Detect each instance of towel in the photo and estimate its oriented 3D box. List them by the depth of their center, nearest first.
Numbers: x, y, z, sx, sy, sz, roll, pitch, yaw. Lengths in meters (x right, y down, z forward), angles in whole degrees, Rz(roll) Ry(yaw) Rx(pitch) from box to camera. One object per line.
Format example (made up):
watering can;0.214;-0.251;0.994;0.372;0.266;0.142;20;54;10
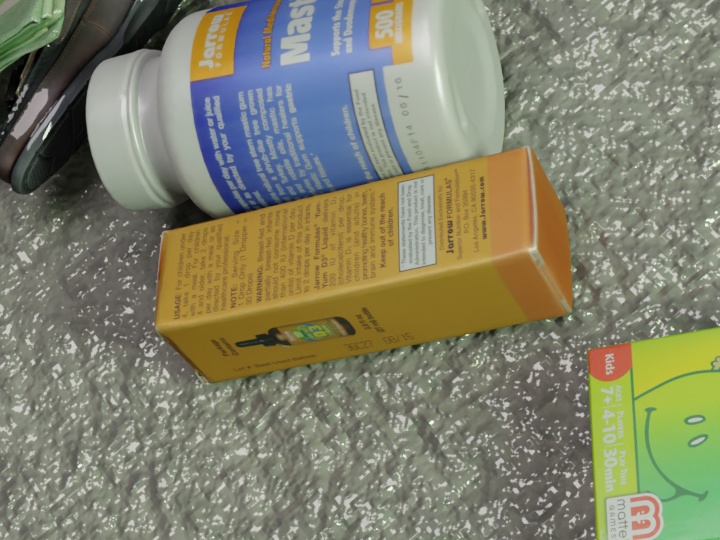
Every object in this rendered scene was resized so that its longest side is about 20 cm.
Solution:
towel;-0.196;-0.173;1.154;0.152;0.023;0.201;-27;35;36

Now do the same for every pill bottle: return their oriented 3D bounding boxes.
pill bottle;-0.035;-0.086;1.027;0.199;0.112;0.113;-8;58;20

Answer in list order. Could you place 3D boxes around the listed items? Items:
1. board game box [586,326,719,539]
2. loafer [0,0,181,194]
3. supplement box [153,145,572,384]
board game box;0.201;0.071;0.862;0.199;0.048;0.102;-11;57;19
loafer;-0.157;-0.132;1.131;0.063;0.072;0.200;31;67;5
supplement box;0.000;0.000;0.988;0.199;0.067;0.069;-13;56;17
